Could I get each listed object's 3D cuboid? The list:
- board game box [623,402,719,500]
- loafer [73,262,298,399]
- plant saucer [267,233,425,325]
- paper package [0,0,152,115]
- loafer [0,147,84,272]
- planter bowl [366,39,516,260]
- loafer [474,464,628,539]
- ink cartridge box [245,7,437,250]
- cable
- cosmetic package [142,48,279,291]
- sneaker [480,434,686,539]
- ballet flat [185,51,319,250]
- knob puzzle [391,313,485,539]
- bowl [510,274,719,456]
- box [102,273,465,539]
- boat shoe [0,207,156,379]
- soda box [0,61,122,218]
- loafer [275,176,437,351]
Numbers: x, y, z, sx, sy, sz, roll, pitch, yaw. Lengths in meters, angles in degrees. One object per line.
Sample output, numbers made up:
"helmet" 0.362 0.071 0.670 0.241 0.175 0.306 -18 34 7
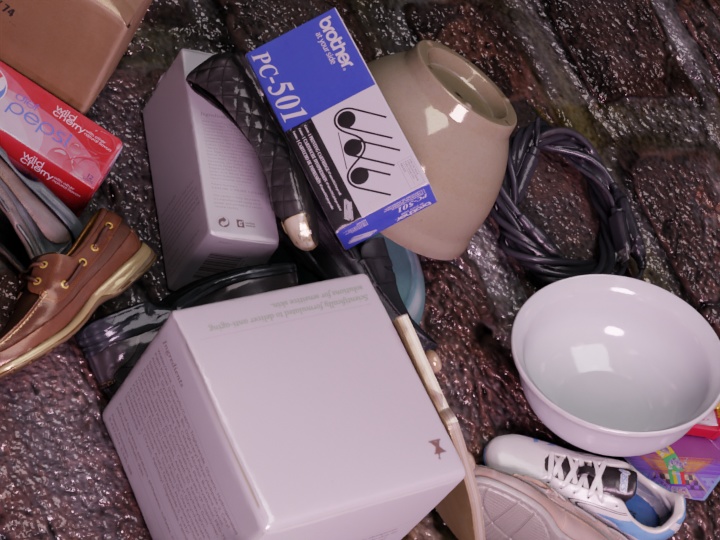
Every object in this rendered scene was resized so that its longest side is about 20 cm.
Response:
"board game box" 0.316 0.123 1.911 0.158 0.039 0.200 45 47 4
"loafer" -0.139 0.047 1.659 0.199 0.073 0.073 -21 93 -15
"plant saucer" -0.024 -0.008 1.810 0.200 0.027 0.201 16 51 -21
"paper package" -0.291 -0.243 1.703 0.200 0.191 0.104 31 50 -7
"loafer" -0.324 -0.071 1.647 0.200 0.072 0.063 39 53 -4
"planter bowl" 0.060 -0.127 1.826 0.200 0.135 0.200 34 24 -17
"loafer" 0.165 0.226 1.733 0.200 0.072 0.063 35 38 -16
"ink cartridge box" -0.018 -0.126 1.732 0.094 0.044 0.200 -27 65 1
"cable" 0.198 -0.066 1.977 0.163 0.051 0.201 -3 63 -27
"cosmetic package" -0.135 -0.086 1.749 0.074 0.102 0.201 8 56 -28
"sneaker" 0.203 0.190 1.776 0.199 0.073 0.072 22 51 -15
"ballet flat" -0.087 -0.099 1.694 0.057 0.066 0.200 -26 70 -2
"knob puzzle" 0.069 0.141 1.649 0.030 0.220 0.220 -21 69 -13
"bowl" 0.232 0.104 1.821 0.200 0.091 0.201 5 44 -4
"box" -0.066 0.139 1.580 0.199 0.171 0.200 -11 64 -36
"boat shoe" -0.253 0.021 1.607 0.068 0.072 0.200 54 51 -10
"soda box" -0.310 -0.128 1.697 0.200 0.063 0.070 32 47 -7
"loafer" 0.000 0.000 1.743 0.070 0.068 0.201 -44 83 1
